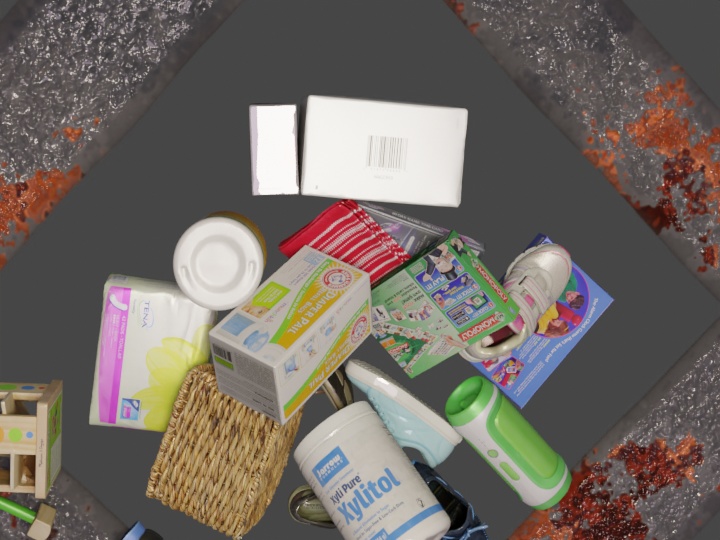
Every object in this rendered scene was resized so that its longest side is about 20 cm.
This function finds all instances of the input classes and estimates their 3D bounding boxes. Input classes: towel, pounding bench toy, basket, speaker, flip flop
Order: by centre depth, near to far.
[{"bbox_3d":[-0.481,0.254,1.519,0.153,0.124,0.204,2,99,-6],"label":"pounding bench toy"},{"bbox_3d":[0.000,0.000,1.532,0.200,0.023,0.144,43,130,-19],"label":"towel"},{"bbox_3d":[-0.174,0.227,1.544,0.147,0.143,0.203,22,104,11],"label":"basket"},{"bbox_3d":[-0.084,0.122,1.569,0.200,0.081,0.058,43,110,-4],"label":"flip flop"},{"bbox_3d":[0.205,0.240,1.599,0.088,0.088,0.200,-43,108,2],"label":"speaker"}]

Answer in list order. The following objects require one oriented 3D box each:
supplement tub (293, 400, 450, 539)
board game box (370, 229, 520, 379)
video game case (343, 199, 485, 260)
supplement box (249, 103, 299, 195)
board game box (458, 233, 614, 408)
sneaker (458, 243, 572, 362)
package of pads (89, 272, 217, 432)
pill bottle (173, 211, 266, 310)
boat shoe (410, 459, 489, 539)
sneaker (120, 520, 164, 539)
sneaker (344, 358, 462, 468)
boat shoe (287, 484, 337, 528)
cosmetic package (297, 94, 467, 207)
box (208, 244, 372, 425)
[{"bbox_3d":[0.015,0.290,1.519,0.131,0.132,0.201,-38,72,1],"label":"supplement tub"},{"bbox_3d":[0.092,0.048,1.489,0.135,0.029,0.199,48,131,-10],"label":"board game box"},{"bbox_3d":[0.050,-0.016,1.547,0.197,0.019,0.144,20,133,-8],"label":"video game case"},{"bbox_3d":[-0.110,-0.156,1.457,0.060,0.200,0.111,-2,99,-5],"label":"supplement box"},{"bbox_3d":[0.237,0.070,1.606,0.134,0.045,0.201,41,93,-10],"label":"board game box"},{"bbox_3d":[0.211,0.051,1.532,0.081,0.088,0.201,40,93,-9],"label":"sneaker"},{"bbox_3d":[-0.275,0.113,1.548,0.151,0.068,0.204,7,98,-7],"label":"package of pads"},{"bbox_3d":[-0.174,-0.018,1.469,0.109,0.200,0.113,0,96,-3],"label":"pill bottle"},{"bbox_3d":[0.122,0.350,1.603,0.200,0.068,0.085,45,76,-28],"label":"boat shoe"},{"bbox_3d":[-0.340,0.446,1.591,0.078,0.070,0.201,39,92,-3],"label":"sneaker"},{"bbox_3d":[0.048,0.204,1.592,0.199,0.074,0.082,37,89,-10],"label":"sneaker"},{"bbox_3d":[-0.002,0.329,1.609,0.197,0.066,0.073,-2,96,-6],"label":"boat shoe"},{"bbox_3d":[0.020,-0.155,1.471,0.195,0.200,0.125,4,96,-7],"label":"cosmetic package"},{"bbox_3d":[-0.083,0.077,1.457,0.111,0.200,0.103,23,138,28],"label":"box"}]
